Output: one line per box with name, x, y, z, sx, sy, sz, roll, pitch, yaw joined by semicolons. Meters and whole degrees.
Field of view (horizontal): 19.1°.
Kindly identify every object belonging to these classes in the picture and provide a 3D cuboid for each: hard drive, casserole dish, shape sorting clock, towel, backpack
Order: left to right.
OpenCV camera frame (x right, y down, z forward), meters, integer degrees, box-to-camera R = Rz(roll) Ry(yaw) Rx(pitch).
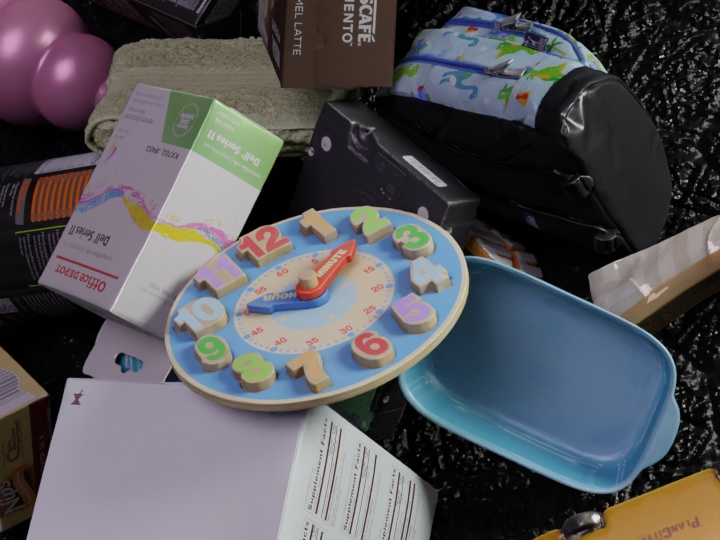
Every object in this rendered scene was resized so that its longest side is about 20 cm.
towel;-0.099;-0.133;1.599;0.199;0.037;0.149;0;35;6
shape sorting clock;-0.029;0.019;1.361;0.199;0.039;0.200;-13;31;8
hard drive;0.000;0.000;1.489;0.140;0.038;0.201;41;124;36
backpack;0.106;-0.101;1.485;0.199;0.163;0.154;4;61;36
casserole dish;0.119;0.066;1.415;0.199;0.039;0.122;24;107;12

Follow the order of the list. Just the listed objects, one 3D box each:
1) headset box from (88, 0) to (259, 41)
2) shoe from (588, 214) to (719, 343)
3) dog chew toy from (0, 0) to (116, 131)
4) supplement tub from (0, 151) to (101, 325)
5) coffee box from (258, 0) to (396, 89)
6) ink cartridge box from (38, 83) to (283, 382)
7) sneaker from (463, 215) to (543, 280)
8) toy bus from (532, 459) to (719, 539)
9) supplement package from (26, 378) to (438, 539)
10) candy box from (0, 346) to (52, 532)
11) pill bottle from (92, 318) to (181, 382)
headset box;-0.148;-0.272;1.731;0.199;0.075;0.149;26;80;34
shoe;0.240;-0.019;1.416;0.199;0.070;0.054;-31;65;14
dog chew toy;-0.274;-0.174;1.729;0.199;0.125;0.125;25;80;26
supplement tub;-0.210;-0.027;1.621;0.199;0.123;0.123;-6;65;24
coffee box;-0.026;-0.206;1.531;0.079;0.115;0.200;0;19;-8
ink cartridge box;-0.147;-0.021;1.464;0.117;0.067;0.201;15;78;55
sneaker;0.050;-0.012;1.517;0.200;0.078;0.077;36;99;38
toy bus;0.191;0.180;1.344;0.199;0.078;0.065;-24;58;16
supplement package;-0.084;0.176;1.415;0.190;0.200;0.148;1;68;28
candy box;-0.308;0.091;1.618;0.055;0.116;0.200;-25;48;-31
pill bottle;-0.091;0.061;1.490;0.200;0.111;0.111;-11;60;48
